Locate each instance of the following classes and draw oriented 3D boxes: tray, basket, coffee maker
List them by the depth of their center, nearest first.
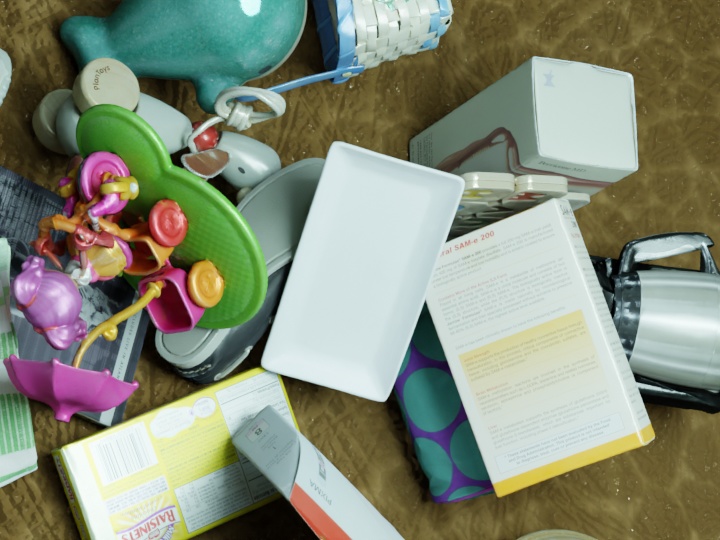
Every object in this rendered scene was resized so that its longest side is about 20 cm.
[{"bbox_3d":[0.000,0.000,1.664,0.107,0.201,0.022,15,25,-8],"label":"tray"},{"bbox_3d":[-0.034,-0.241,1.790,0.198,0.139,0.178,-14,80,-4],"label":"basket"},{"bbox_3d":[0.211,0.059,1.822,0.198,0.193,0.136,8,52,-6],"label":"coffee maker"}]

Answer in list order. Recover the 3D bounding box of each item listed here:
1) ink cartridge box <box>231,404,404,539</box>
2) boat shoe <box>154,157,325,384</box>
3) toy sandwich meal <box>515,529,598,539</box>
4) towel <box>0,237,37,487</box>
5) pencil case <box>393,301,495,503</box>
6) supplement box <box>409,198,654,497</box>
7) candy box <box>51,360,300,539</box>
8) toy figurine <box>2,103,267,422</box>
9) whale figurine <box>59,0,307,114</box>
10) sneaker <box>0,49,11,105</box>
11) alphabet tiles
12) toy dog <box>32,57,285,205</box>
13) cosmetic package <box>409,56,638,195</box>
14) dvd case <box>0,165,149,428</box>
[{"bbox_3d":[-0.002,0.194,1.612,0.057,0.200,0.163,-46,116,-8],"label":"ink cartridge box"},{"bbox_3d":[-0.078,0.003,1.691,0.201,0.074,0.060,-54,147,-8],"label":"boat shoe"},{"bbox_3d":[0.164,0.313,1.763,0.204,0.070,0.207,10,66,-23],"label":"toy sandwich meal"},{"bbox_3d":[-0.301,0.086,1.529,0.152,0.023,0.201,-26,129,-32],"label":"towel"},{"bbox_3d":[0.071,0.087,1.768,0.092,0.085,0.202,-18,83,-7],"label":"pencil case"},{"bbox_3d":[0.134,0.059,1.682,0.073,0.125,0.201,-3,73,-75],"label":"supplement box"},{"bbox_3d":[-0.132,0.150,1.665,0.199,0.026,0.103,-21,95,-32],"label":"candy box"},{"bbox_3d":[-0.186,0.013,1.542,0.184,0.149,0.201,-50,121,-41],"label":"toy figurine"},{"bbox_3d":[-0.141,-0.198,1.695,0.199,0.104,0.160,-20,84,6],"label":"whale figurine"},{"bbox_3d":[-0.333,-0.103,1.611,0.087,0.076,0.201,36,60,-15],"label":"sneaker"},{"bbox_3d":[0.077,-0.043,1.745,0.194,0.200,0.015,2,75,-29],"label":"alphabet tiles"},{"bbox_3d":[-0.159,-0.086,1.675,0.198,0.132,0.097,11,66,-5],"label":"toy dog"},{"bbox_3d":[0.131,-0.095,1.791,0.103,0.200,0.088,7,70,-26],"label":"cosmetic package"},{"bbox_3d":[-0.240,0.016,1.620,0.199,0.016,0.150,28,68,-37],"label":"dvd case"}]
